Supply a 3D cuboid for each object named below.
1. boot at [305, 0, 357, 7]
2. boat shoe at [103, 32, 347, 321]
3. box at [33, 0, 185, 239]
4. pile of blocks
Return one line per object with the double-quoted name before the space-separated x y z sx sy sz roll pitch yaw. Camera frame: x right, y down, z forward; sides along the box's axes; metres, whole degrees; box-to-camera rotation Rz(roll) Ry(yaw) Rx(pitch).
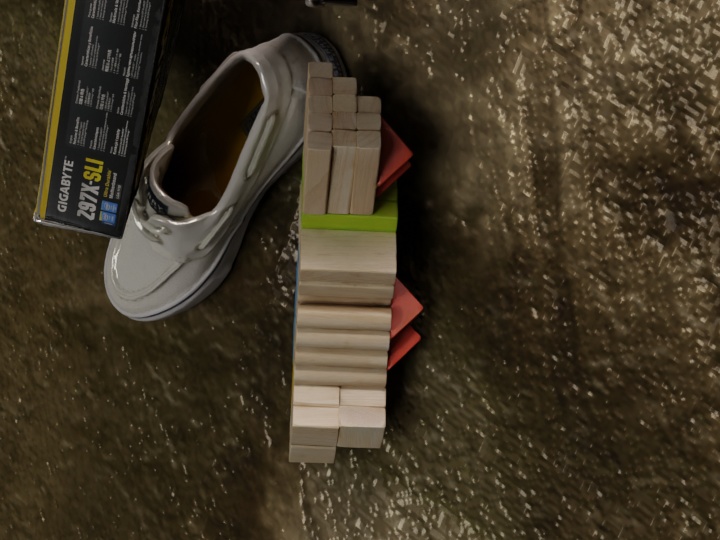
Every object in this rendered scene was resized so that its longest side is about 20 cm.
"boot" -0.024 -0.152 0.911 0.199 0.146 0.071 2 106 40
"boat shoe" -0.086 -0.043 1.035 0.200 0.070 0.071 -45 69 36
"box" -0.105 -0.142 0.955 0.049 0.160 0.201 14 131 -3
"pile of blocks" 0.000 0.000 0.988 0.062 0.082 0.202 3 115 -3
